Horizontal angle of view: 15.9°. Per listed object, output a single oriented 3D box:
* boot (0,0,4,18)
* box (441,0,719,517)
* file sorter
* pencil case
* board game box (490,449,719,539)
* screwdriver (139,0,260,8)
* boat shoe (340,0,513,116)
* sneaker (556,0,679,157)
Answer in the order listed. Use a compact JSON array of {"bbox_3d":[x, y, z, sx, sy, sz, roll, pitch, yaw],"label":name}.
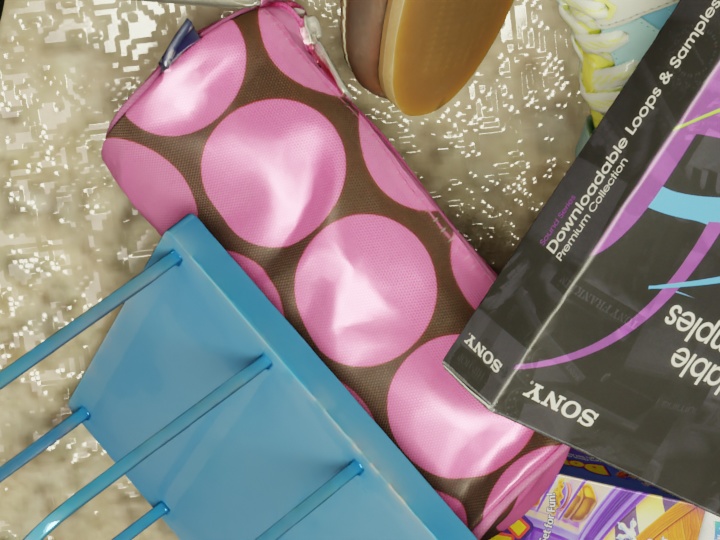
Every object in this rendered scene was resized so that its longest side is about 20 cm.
[{"bbox_3d":[-0.208,-0.081,0.896,0.153,0.074,0.205,15,102,-1],"label":"boot"},{"bbox_3d":[0.134,-0.021,0.820,0.143,0.036,0.201,25,104,-38],"label":"box"},{"bbox_3d":[-0.053,0.115,0.859,0.122,0.139,0.200,-35,80,-34],"label":"file sorter"},{"bbox_3d":[0.000,0.000,0.883,0.094,0.091,0.200,-40,88,6],"label":"pencil case"},{"bbox_3d":[0.056,0.164,0.967,0.134,0.045,0.201,12,103,-2],"label":"board game box"},{"bbox_3d":[-0.127,-0.097,0.836,0.198,0.029,0.028,2,137,11],"label":"screwdriver"},{"bbox_3d":[0.029,-0.156,0.883,0.070,0.070,0.201,29,114,31],"label":"boat shoe"},{"bbox_3d":[0.090,-0.066,0.873,0.199,0.080,0.131,28,106,-28],"label":"sneaker"}]
